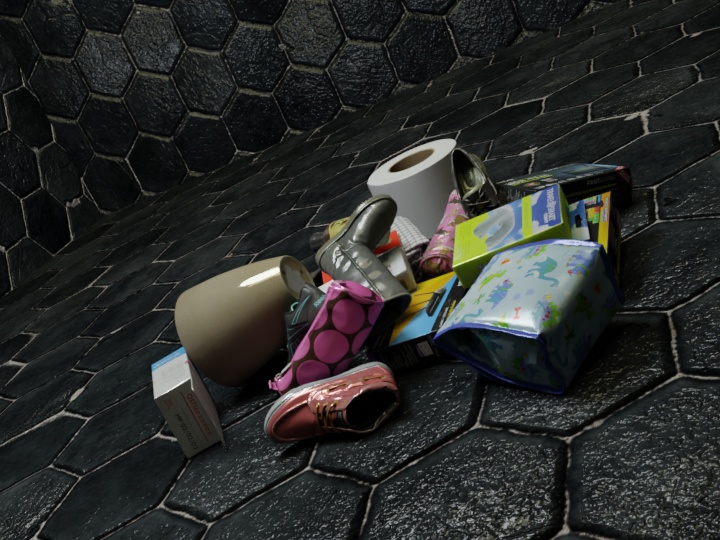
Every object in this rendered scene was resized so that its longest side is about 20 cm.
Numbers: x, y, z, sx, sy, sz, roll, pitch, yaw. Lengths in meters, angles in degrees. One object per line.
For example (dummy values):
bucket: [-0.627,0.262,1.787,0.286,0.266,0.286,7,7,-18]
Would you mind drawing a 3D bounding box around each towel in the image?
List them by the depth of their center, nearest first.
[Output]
towel: [0.035,-0.001,1.670,0.198,0.086,0.166,-32,26,-1]

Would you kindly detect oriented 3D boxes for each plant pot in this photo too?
plant pot: [-0.175,0.066,1.541,0.199,0.188,0.188,-32,14,26]

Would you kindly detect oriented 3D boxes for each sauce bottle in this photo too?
sauce bottle: [-0.026,-0.061,1.644,0.064,0.065,0.199,-38,16,-33]

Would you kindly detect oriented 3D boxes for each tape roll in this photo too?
tape roll: [0.130,-0.163,1.892,0.200,0.141,0.203,-23,18,8]

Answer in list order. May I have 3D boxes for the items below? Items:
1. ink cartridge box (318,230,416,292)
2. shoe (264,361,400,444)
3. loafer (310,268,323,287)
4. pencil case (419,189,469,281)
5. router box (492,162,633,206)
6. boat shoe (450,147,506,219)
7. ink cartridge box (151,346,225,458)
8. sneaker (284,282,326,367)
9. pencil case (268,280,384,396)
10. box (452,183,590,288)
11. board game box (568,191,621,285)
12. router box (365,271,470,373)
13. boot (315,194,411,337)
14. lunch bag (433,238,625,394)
ink cartridge box: [0.000,0.000,1.563,0.161,0.057,0.201,-28,35,8]
shoe: [-0.040,0.192,1.265,0.197,0.072,0.091,-24,15,-3]
loafer: [-0.108,0.059,1.718,0.070,0.074,0.200,-14,21,34]
pencil case: [0.164,-0.057,1.583,0.086,0.083,0.201,-32,23,45]
router box: [0.335,-0.131,1.556,0.197,0.063,0.149,-15,14,-22]
boat shoe: [0.194,-0.117,1.523,0.071,0.066,0.203,-33,57,22]
ink cartridge box: [-0.274,0.212,1.458,0.067,0.116,0.200,-28,18,-7]
sneaker: [-0.083,0.094,1.463,0.075,0.079,0.201,-36,-16,-41]
pencil case: [-0.049,0.106,1.337,0.202,0.093,0.091,-60,14,8]
box: [0.235,-0.055,1.371,0.198,0.048,0.123,-23,27,21]
board game box: [0.296,-0.021,1.360,0.163,0.057,0.201,-16,31,26]
router box: [0.104,0.075,1.414,0.147,0.052,0.200,-21,18,25]
boot: [0.025,-0.011,1.445,0.182,0.072,0.200,-48,34,4]
lunch bag: [0.210,0.052,1.191,0.198,0.128,0.170,10,49,46]
